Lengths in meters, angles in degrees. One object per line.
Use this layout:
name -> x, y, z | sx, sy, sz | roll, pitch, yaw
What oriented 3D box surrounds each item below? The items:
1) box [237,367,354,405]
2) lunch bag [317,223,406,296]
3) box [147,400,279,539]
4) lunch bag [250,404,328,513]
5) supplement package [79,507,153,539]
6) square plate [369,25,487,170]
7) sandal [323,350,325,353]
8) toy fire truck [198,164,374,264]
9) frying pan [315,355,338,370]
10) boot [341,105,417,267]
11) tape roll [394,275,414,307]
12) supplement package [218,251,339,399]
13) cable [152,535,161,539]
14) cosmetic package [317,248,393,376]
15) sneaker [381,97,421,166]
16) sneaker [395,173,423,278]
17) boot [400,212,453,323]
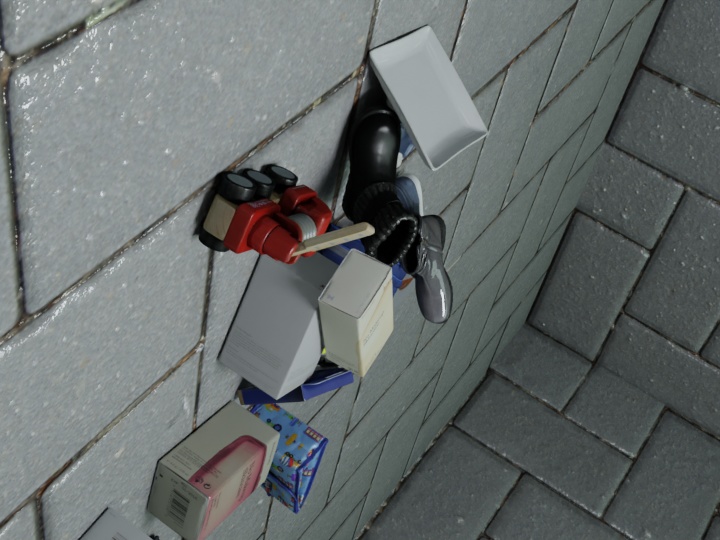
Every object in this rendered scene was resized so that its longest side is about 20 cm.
box -> -0.099, 0.194, 1.786 | 0.121, 0.200, 0.033 | -16, 93, -46
lunch bag -> 0.000, 0.000, 1.821 | 0.133, 0.136, 0.200 | -59, 165, 3
box -> -0.242, 0.334, 1.758 | 0.200, 0.109, 0.128 | -38, 154, -49
lunch bag -> -0.157, 0.356, 1.971 | 0.094, 0.150, 0.200 | -44, 158, -39
supplement package -> -0.369, 0.475, 1.624 | 0.117, 0.117, 0.200 | -49, 162, -30
square plate -> 0.102, -0.265, 1.623 | 0.028, 0.199, 0.200 | -26, -173, 38
sandal -> -0.098, 0.104, 1.848 | 0.200, 0.079, 0.087 | -16, 124, -74
toy fire truck -> -0.078, -0.059, 1.376 | 0.129, 0.200, 0.176 | -64, 163, 20
frying pan -> -0.095, 0.165, 1.890 | 0.190, 0.114, 0.031 | 99, -11, -80
boot -> 0.035, -0.124, 1.590 | 0.079, 0.158, 0.212 | -3, 124, -16
tape roll -> 0.081, -0.021, 2.146 | 0.200, 0.066, 0.201 | -50, 161, -24
supplement package -> -0.113, 0.075, 1.650 | 0.120, 0.121, 0.201 | -25, 144, -62
cable -> -0.393, 0.551, 1.808 | 0.200, 0.051, 0.163 | -51, 162, -21
cosmetic package -> -0.004, 0.068, 1.613 | 0.104, 0.073, 0.200 | -57, 163, -24
sneaker -> 0.070, -0.239, 1.724 | 0.200, 0.080, 0.147 | -40, 164, -55
sneaker -> 0.070, -0.062, 1.912 | 0.146, 0.077, 0.203 | -33, 112, -58
boot -> 0.105, 0.000, 1.832 | 0.132, 0.069, 0.201 | -12, 94, -68
